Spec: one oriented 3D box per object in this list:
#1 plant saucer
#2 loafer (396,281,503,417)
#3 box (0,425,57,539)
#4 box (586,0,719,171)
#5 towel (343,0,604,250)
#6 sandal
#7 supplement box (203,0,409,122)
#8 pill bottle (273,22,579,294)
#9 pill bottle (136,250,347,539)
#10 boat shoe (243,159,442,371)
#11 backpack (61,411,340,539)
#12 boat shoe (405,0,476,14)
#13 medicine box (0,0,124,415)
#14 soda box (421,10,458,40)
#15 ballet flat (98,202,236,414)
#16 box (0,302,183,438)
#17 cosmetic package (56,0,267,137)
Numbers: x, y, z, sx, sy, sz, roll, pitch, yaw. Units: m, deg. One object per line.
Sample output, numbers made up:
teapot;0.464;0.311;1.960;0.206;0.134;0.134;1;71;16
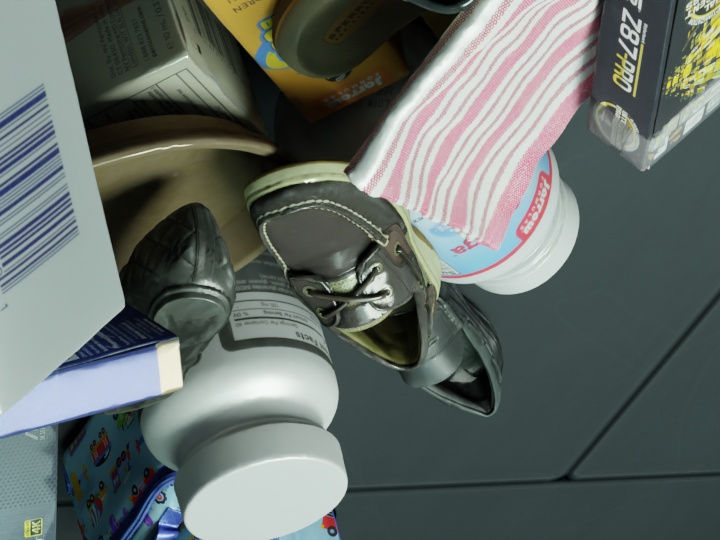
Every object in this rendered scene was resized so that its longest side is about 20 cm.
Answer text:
plant saucer;-0.126;-0.023;1.151;0.199;0.030;0.200;-18;158;-7
loafer;0.042;0.039;1.460;0.068;0.071;0.200;-28;147;16
box;-0.241;0.133;1.188;0.157;0.051;0.201;-5;119;-20
box;0.203;-0.165;1.164;0.200;0.049;0.161;-39;157;-24
towel;0.072;-0.084;1.121;0.147;0.030;0.200;-54;161;6
sandal;0.031;-0.147;1.058;0.080;0.054;0.200;11;138;-38
supplement box;-0.044;-0.155;1.120;0.066;0.069;0.200;-26;149;12
pill bottle;0.046;-0.058;1.275;0.109;0.109;0.200;-30;147;19
pill bottle;-0.078;0.047;1.287;0.115;0.200;0.116;-12;148;-8
boat shoe;0.000;0.000;1.181;0.073;0.065;0.200;-17;156;19
backpack;-0.097;0.171;1.473;0.134;0.200;0.183;6;142;-34
boat shoe;-0.018;-0.177;0.958;0.074;0.066;0.199;-37;118;14
medicine box;-0.227;-0.049;1.006;0.199;0.103;0.183;9;124;32
soda box;0.041;-0.178;1.128;0.068;0.064;0.200;-26;148;12
ballet flat;-0.116;0.029;1.189;0.066;0.057;0.200;16;150;-25
box;-0.199;0.050;1.065;0.199;0.121;0.033;-13;111;-27
cosmetic package;-0.163;-0.079;1.156;0.200;0.087;0.103;-26;152;10
